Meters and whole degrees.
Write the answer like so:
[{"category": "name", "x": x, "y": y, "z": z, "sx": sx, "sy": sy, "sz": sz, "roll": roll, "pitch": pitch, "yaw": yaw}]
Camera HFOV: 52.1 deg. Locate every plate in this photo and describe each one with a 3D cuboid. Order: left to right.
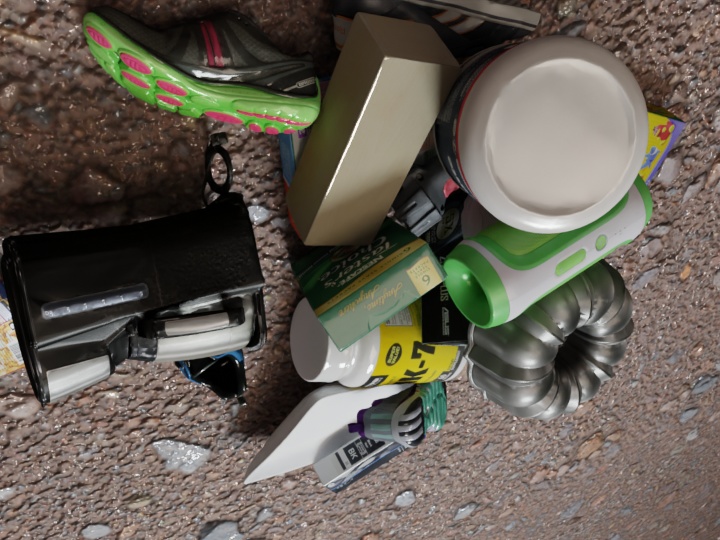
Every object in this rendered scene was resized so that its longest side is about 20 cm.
[{"category": "plate", "x": -0.037, "y": 0.192, "z": 0.950, "sx": 0.199, "sy": 0.032, "sz": 0.200, "roll": -4, "pitch": 142, "yaw": -46}]

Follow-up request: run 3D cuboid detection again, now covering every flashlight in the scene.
[{"category": "flashlight", "x": 0.118, "y": -0.111, "z": 0.747, "sx": 0.199, "sy": 0.068, "sz": 0.068, "roll": -40, "pitch": 161, "yaw": 6}]

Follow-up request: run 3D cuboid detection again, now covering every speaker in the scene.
[{"category": "speaker", "x": 0.175, "y": -0.028, "z": 0.685, "sx": 0.199, "sy": 0.088, "sz": 0.089, "roll": -30, "pitch": 137, "yaw": -19}]

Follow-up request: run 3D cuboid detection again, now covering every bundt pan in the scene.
[{"category": "bundt pan", "x": 0.210, "y": 0.072, "z": 0.773, "sx": 0.200, "sy": 0.076, "sz": 0.204, "roll": -16, "pitch": 122, "yaw": -26}]

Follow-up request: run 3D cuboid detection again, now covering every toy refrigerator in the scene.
[{"category": "toy refrigerator", "x": 0.003, "y": -0.117, "z": 0.648, "sx": 0.075, "sy": 0.070, "sz": 0.201, "roll": -2, "pitch": 138, "yaw": -30}]

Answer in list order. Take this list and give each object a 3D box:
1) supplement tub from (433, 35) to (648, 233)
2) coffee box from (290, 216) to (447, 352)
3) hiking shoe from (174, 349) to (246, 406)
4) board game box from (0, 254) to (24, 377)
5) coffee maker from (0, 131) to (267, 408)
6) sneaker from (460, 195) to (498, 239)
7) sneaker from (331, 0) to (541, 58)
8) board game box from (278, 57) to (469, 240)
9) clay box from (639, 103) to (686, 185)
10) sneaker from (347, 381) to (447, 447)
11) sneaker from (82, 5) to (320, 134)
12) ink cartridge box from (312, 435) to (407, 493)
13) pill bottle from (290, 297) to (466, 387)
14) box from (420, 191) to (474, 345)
[{"category": "supplement tub", "x": 0.136, "y": -0.117, "z": 0.611, "sx": 0.138, "sy": 0.200, "sz": 0.142, "roll": -1, "pitch": 104, "yaw": -2}, {"category": "coffee box", "x": 0.000, "y": 0.000, "z": 0.733, "sx": 0.122, "sy": 0.200, "sz": 0.044, "roll": -33, "pitch": 108, "yaw": -2}, {"category": "hiking shoe", "x": -0.175, "y": 0.061, "z": 0.754, "sx": 0.074, "sy": 0.087, "sz": 0.200, "roll": -39, "pitch": 136, "yaw": 4}, {"category": "board game box", "x": -0.397, "y": 0.053, "z": 0.638, "sx": 0.198, "sy": 0.046, "sz": 0.153, "roll": -22, "pitch": 135, "yaw": -14}, {"category": "coffee maker", "x": -0.200, "y": -0.002, "z": 0.639, "sx": 0.198, "sy": 0.194, "sz": 0.135, "roll": -11, "pitch": 166, "yaw": -30}, {"category": "sneaker", "x": 0.176, "y": -0.085, "z": 0.763, "sx": 0.078, "sy": 0.099, "sz": 0.201, "roll": 43, "pitch": 58, "yaw": -12}, {"category": "sneaker", "x": 0.066, "y": -0.224, "z": 0.670, "sx": 0.198, "sy": 0.079, "sz": 0.080, "roll": 4, "pitch": 120, "yaw": -20}, {"category": "board game box", "x": 0.018, "y": -0.129, "z": 0.745, "sx": 0.198, "sy": 0.040, "sz": 0.154, "roll": -19, "pitch": 134, "yaw": -18}, {"category": "clay box", "x": 0.291, "y": -0.153, "z": 0.889, "sx": 0.198, "sy": 0.048, "sz": 0.116, "roll": 2, "pitch": 125, "yaw": -34}, {"category": "sneaker", "x": 0.053, "y": 0.173, "z": 0.940, "sx": 0.086, "sy": 0.075, "sz": 0.200, "roll": -3, "pitch": 178, "yaw": 20}, {"category": "sneaker", "x": -0.126, "y": -0.174, "z": 0.608, "sx": 0.198, "sy": 0.077, "sz": 0.085, "roll": 13, "pitch": 76, "yaw": -27}, {"category": "ink cartridge box", "x": 0.032, "y": 0.247, "z": 1.055, "sx": 0.199, "sy": 0.039, "sz": 0.100, "roll": -33, "pitch": 156, "yaw": -4}, {"category": "pill bottle", "x": 0.024, "y": 0.079, "z": 0.874, "sx": 0.198, "sy": 0.115, "sz": 0.115, "roll": 2, "pitch": 125, "yaw": -32}, {"category": "box", "x": 0.170, "y": 0.007, "z": 0.862, "sx": 0.198, "sy": 0.086, "sz": 0.166, "roll": 8, "pitch": 79, "yaw": -35}]
